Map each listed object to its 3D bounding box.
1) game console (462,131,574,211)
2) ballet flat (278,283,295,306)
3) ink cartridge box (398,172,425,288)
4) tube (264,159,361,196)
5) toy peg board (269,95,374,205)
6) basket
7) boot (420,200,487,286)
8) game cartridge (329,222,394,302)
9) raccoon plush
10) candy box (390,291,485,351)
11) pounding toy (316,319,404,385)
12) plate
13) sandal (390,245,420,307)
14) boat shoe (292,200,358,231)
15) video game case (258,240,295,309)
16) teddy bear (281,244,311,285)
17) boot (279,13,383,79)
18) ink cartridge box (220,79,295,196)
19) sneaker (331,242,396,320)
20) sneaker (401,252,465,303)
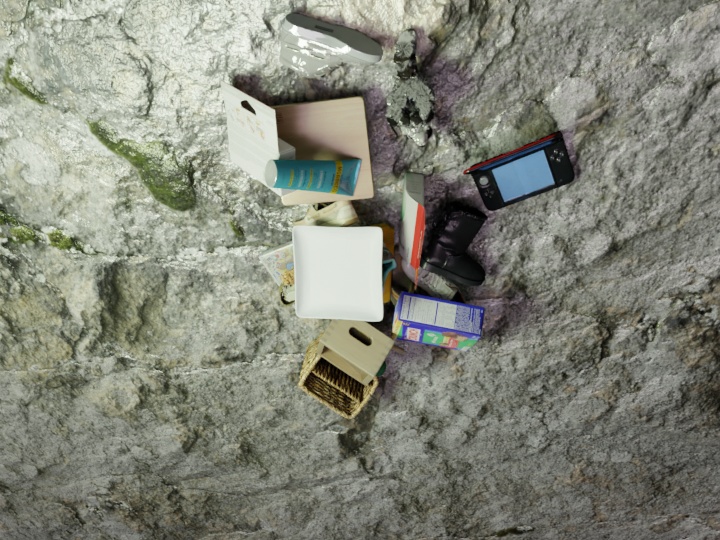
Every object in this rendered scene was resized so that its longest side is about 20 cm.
[{"bbox_3d":[0.325,-0.193,1.237,0.197,0.120,0.174,-19,123,21],"label":"game console"},{"bbox_3d":[-0.138,0.016,1.467,0.070,0.071,0.200,30,126,-16],"label":"ballet flat"},{"bbox_3d":[0.107,-0.086,1.296,0.049,0.202,0.163,6,129,3],"label":"ink cartridge box"},{"bbox_3d":[-0.087,-0.183,1.182,0.197,0.050,0.078,-4,125,-36],"label":"tube"},{"bbox_3d":[-0.074,-0.254,1.273,0.196,0.098,0.203,-4,112,9],"label":"toy peg board"},{"bbox_3d":[-0.046,0.272,1.631,0.199,0.150,0.142,38,124,-20],"label":"basket"},{"bbox_3d":[0.234,-0.061,1.383,0.195,0.074,0.164,15,115,-25],"label":"boot"},{"bbox_3d":[0.000,0.000,1.405,0.174,0.032,0.203,-16,124,-30],"label":"game cartridge"},{"bbox_3d":[0.117,-0.346,1.191,0.095,0.134,0.204,12,98,17],"label":"raccoon plush"},{"bbox_3d":[0.177,0.124,1.447,0.196,0.078,0.169,11,161,2],"label":"candy box"},{"bbox_3d":[0.011,0.188,1.520,0.198,0.143,0.184,32,161,3],"label":"pounding toy"},{"bbox_3d":[-0.045,0.004,1.304,0.196,0.032,0.204,2,102,12],"label":"plate"},{"bbox_3d":[0.104,0.033,1.484,0.079,0.054,0.203,-2,128,9],"label":"sandal"},{"bbox_3d":[-0.085,-0.123,1.358,0.198,0.072,0.066,-6,106,48],"label":"boat shoe"},{"bbox_3d":[-0.127,0.008,1.515,0.179,0.023,0.201,-19,123,20],"label":"video game case"},{"bbox_3d":[-0.110,0.009,1.402,0.143,0.067,0.202,-28,126,-9],"label":"teddy bear"},{"bbox_3d":[-0.059,-0.408,1.159,0.197,0.074,0.096,21,135,2],"label":"boot"},{"bbox_3d":[-0.202,-0.268,1.215,0.199,0.044,0.179,36,138,38],"label":"ink cartridge box"},{"bbox_3d":[0.006,0.028,1.345,0.077,0.091,0.202,33,91,-41],"label":"sneaker"},{"bbox_3d":[0.182,0.026,1.439,0.199,0.085,0.073,38,91,-28],"label":"sneaker"}]
